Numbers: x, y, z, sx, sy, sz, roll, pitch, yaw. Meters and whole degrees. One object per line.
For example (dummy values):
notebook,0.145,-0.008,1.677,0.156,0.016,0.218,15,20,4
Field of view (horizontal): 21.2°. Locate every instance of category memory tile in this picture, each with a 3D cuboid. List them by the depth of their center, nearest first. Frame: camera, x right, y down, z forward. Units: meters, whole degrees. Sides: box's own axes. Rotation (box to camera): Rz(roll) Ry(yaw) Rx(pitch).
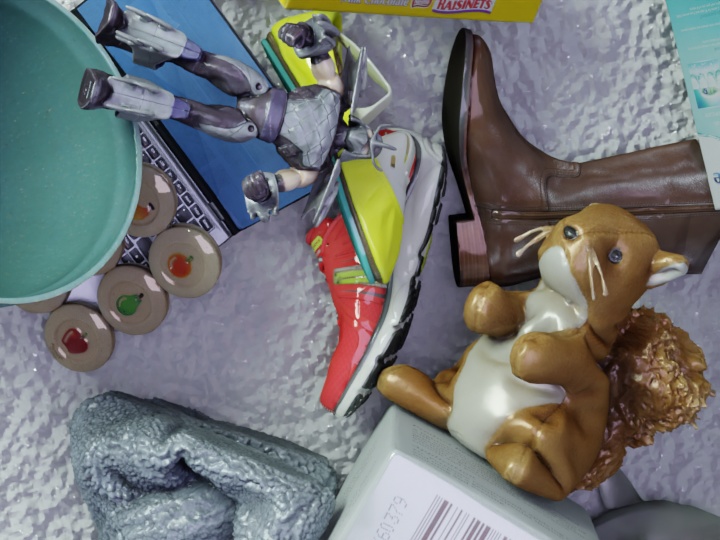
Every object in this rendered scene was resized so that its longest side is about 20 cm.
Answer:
memory tile,-0.195,-0.040,1.262,0.153,0.017,0.201,-32,100,24

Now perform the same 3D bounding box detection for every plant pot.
plant pot,-0.252,-0.065,1.168,0.199,0.134,0.202,12,71,-36

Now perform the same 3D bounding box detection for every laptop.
laptop,-0.153,-0.078,1.250,0.199,0.116,0.188,-37,99,-4

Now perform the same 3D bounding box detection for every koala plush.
koala plush,-0.129,0.198,1.262,0.182,0.177,0.202,20,92,1

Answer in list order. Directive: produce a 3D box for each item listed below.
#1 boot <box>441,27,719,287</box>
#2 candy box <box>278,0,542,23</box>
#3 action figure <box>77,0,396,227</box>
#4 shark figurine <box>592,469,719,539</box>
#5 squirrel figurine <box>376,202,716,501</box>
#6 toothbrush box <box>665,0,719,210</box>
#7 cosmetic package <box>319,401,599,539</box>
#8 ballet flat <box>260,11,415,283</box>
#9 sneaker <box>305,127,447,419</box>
boot,0.159,-0.081,1.327,0.198,0.064,0.188,-5,109,-6
candy box,0.014,-0.199,1.238,0.199,0.102,0.027,-2,127,-36
action figure,-0.069,-0.099,1.168,0.198,0.069,0.131,16,79,-16
shark figurine,0.164,0.219,1.347,0.214,0.089,0.128,-40,99,-6
squirrel figurine,0.147,0.051,1.292,0.199,0.141,0.188,26,94,-43
toothbrush box,0.297,-0.157,1.310,0.145,0.085,0.202,-21,99,-30
cosmetic package,0.049,0.206,1.251,0.164,0.200,0.166,31,95,-1
ballet flat,-0.002,-0.089,1.265,0.067,0.067,0.201,-23,68,-2
sneaker,0.000,0.000,1.316,0.084,0.077,0.202,16,88,8
